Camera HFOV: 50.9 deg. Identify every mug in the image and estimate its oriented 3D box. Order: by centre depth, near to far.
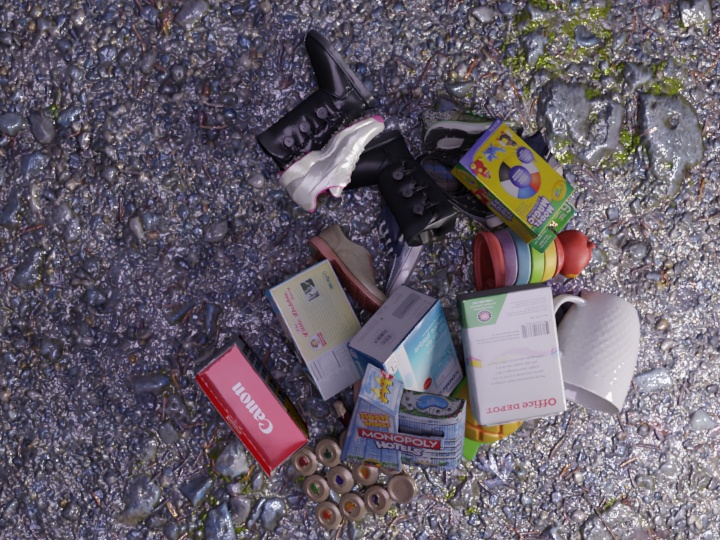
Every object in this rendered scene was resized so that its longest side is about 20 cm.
[{"bbox_3d":[0.384,0.121,1.293,0.198,0.147,0.178,31,75,-23],"label":"mug"}]

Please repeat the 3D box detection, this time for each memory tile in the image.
[{"bbox_3d":[-0.013,0.349,1.289,0.198,0.017,0.155,-25,88,19],"label":"memory tile"}]

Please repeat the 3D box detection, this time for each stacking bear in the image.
[{"bbox_3d":[0.304,-0.024,1.308,0.196,0.121,0.116,-7,83,-9],"label":"stacking bear"}]

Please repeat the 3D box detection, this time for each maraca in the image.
[{"bbox_3d":[0.210,0.244,1.309,0.200,0.107,0.137,-41,102,7],"label":"maraca"}]

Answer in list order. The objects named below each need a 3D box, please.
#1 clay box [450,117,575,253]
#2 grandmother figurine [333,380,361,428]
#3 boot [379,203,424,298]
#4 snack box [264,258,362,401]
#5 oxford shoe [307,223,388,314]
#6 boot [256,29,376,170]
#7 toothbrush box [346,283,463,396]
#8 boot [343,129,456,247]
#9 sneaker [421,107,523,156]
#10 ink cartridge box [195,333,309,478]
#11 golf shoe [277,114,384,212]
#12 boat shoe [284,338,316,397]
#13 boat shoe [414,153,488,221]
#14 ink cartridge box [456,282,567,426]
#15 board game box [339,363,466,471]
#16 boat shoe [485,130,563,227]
[{"bbox_3d":[0.255,-0.136,1.218,0.200,0.048,0.115,42,68,2],"label":"clay box"},{"bbox_3d":[0.013,0.241,1.313,0.119,0.061,0.204,0,89,3],"label":"grandmother figurine"},{"bbox_3d":[0.065,-0.051,1.308,0.089,0.073,0.203,24,87,8],"label":"boot"},{"bbox_3d":[-0.061,0.097,1.245,0.115,0.037,0.202,-27,92,-22],"label":"snack box"},{"bbox_3d":[0.000,0.000,1.279,0.074,0.071,0.200,-40,80,-19],"label":"oxford shoe"},{"bbox_3d":[-0.097,-0.278,1.275,0.200,0.066,0.165,-42,94,1],"label":"boot"},{"bbox_3d":[0.077,0.149,1.232,0.146,0.085,0.202,-45,137,-25],"label":"toothbrush box"},{"bbox_3d":[0.045,-0.118,1.252,0.163,0.066,0.202,-31,67,1],"label":"boot"},{"bbox_3d":[0.192,-0.253,1.306,0.197,0.077,0.090,-2,54,-23],"label":"sneaker"},{"bbox_3d":[-0.173,0.215,1.232,0.083,0.176,0.201,-37,96,-3],"label":"ink cartridge box"},{"bbox_3d":[-0.035,-0.173,1.227,0.199,0.075,0.092,-35,90,-1],"label":"golf shoe"},{"bbox_3d":[-0.097,0.117,1.292,0.064,0.072,0.204,-8,90,0],"label":"boat shoe"},{"bbox_3d":[0.178,-0.141,1.314,0.198,0.057,0.070,26,90,-8],"label":"boat shoe"},{"bbox_3d":[0.238,0.131,1.203,0.143,0.088,0.204,-9,93,1],"label":"ink cartridge box"},{"bbox_3d":[0.059,0.233,1.158,0.196,0.202,0.062,7,48,13],"label":"board game box"},{"bbox_3d":[0.262,-0.159,1.288,0.199,0.074,0.094,-40,104,-34],"label":"boat shoe"}]
